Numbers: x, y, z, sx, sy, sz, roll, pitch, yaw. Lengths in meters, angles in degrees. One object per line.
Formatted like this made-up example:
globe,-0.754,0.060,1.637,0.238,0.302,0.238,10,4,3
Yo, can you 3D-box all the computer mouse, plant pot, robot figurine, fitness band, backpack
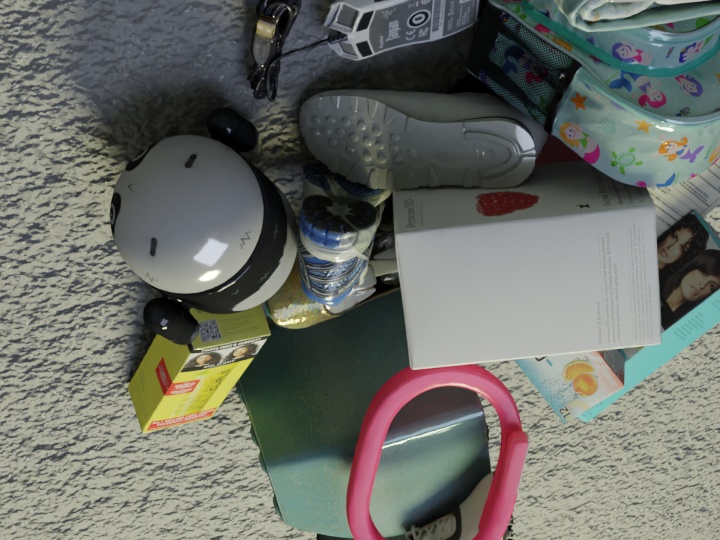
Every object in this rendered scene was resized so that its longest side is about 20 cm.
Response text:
computer mouse,0.006,-0.197,1.290,0.199,0.044,0.110,-18,149,-13
plant pot,-0.004,0.135,1.570,0.199,0.197,0.196,-18,143,-6
robot figurine,-0.121,-0.034,1.314,0.124,0.151,0.200,-23,167,7
fitness band,0.064,0.172,1.447,0.143,0.037,0.201,11,108,-6
backpack,0.207,-0.165,1.305,0.177,0.200,0.151,-28,155,-40

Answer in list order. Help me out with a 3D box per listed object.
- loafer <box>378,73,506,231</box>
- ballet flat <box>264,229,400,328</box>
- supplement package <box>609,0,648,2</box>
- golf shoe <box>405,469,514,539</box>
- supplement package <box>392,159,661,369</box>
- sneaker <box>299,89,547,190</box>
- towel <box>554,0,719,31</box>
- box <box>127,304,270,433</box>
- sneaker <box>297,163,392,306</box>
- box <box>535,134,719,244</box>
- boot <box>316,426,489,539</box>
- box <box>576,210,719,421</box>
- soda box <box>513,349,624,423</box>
loafer,0.090,-0.105,1.445,0.200,0.073,0.071,-38,152,23
ballet flat,0.000,0.000,1.454,0.200,0.071,0.071,-23,152,-50
supplement package,0.188,-0.291,1.163,0.109,0.200,0.114,-7,139,-27
golf shoe,0.088,0.255,1.549,0.088,0.077,0.201,11,132,-9
supplement package,0.129,-0.008,1.339,0.199,0.121,0.120,-7,113,2
sneaker,0.050,-0.112,1.358,0.199,0.081,0.077,10,122,12
towel,0.201,-0.250,1.246,0.199,0.172,0.048,-9,139,-25
box,-0.144,0.079,1.470,0.075,0.050,0.200,-11,160,-26
sneaker,-0.021,-0.030,1.367,0.077,0.200,0.086,12,110,5
box,0.230,-0.080,1.525,0.200,0.109,0.128,-42,143,17
boot,0.042,0.231,1.803,0.199,0.077,0.169,-15,139,-7
box,0.253,0.043,1.529,0.200,0.082,0.049,-40,144,15
soda box,0.146,0.031,1.456,0.068,0.064,0.200,-33,104,20
